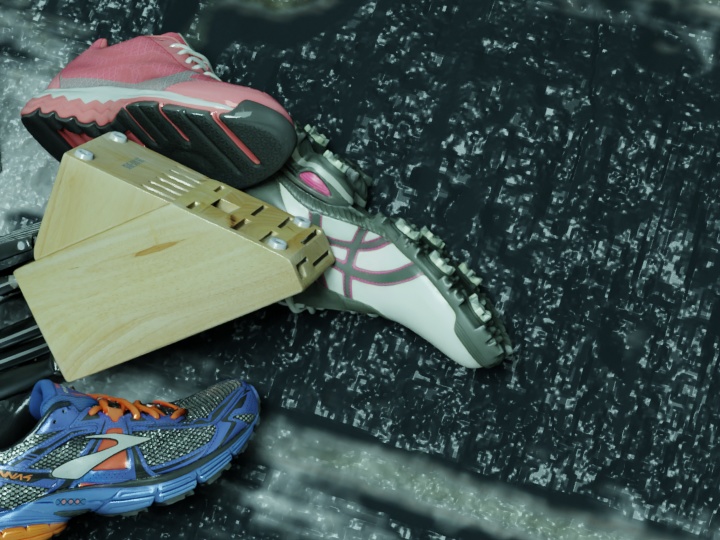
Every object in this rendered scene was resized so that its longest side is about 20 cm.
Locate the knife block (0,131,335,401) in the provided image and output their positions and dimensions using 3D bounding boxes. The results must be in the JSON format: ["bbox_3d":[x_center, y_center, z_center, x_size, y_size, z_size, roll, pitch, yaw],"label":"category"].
[{"bbox_3d":[-0.134,0.024,0.877,0.199,0.064,0.177,24,111,8],"label":"knife block"}]

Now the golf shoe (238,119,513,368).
[{"bbox_3d":[0.000,0.000,0.899,0.200,0.077,0.088,42,98,22],"label":"golf shoe"}]

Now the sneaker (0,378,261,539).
[{"bbox_3d":[-0.144,0.092,0.847,0.199,0.075,0.079,-18,100,-25],"label":"sneaker"}]

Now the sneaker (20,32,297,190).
[{"bbox_3d":[-0.111,-0.104,0.908,0.199,0.074,0.087,8,60,38],"label":"sneaker"}]
